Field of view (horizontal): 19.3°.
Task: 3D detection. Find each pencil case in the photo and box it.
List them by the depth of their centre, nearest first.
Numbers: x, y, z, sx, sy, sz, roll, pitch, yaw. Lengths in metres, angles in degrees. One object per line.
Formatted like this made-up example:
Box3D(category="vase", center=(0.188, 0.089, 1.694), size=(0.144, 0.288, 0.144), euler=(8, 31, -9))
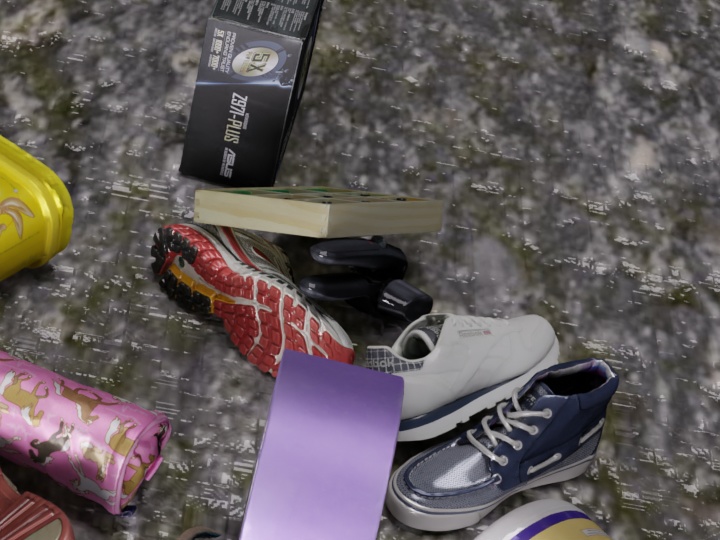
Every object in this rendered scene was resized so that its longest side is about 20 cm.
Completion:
Box3D(category="pencil case", center=(-0.237, 0.103, 1.500), size=(0.199, 0.087, 0.083), euler=(21, 33, 9))

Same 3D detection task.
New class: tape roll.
Box3D(category="tape roll", center=(-0.034, 0.158, 1.404), size=(0.085, 0.201, 0.200), euler=(13, 36, -2))

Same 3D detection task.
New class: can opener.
Box3D(category="can opener", center=(0.000, 0.000, 1.682), size=(0.078, 0.064, 0.200), euler=(12, -3, 22))

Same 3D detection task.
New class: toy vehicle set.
Box3D(category="toy vehicle set", center=(-0.031, -0.049, 1.728), size=(0.124, 0.027, 0.200), euler=(7, 6, 28))

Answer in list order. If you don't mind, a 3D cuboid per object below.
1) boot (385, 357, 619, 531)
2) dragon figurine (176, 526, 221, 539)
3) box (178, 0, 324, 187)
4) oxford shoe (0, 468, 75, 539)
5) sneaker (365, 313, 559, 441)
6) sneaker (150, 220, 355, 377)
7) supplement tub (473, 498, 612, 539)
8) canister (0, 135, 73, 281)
Box3D(category="boot", center=(0.106, 0.124, 1.592), size=(0.199, 0.091, 0.073), euler=(-19, 48, -37))
Box3D(category="dragon figurine", center=(-0.127, 0.240, 1.381), size=(0.059, 0.100, 0.200), euler=(9, 17, -5))
Box3D(category="box", center=(-0.089, -0.193, 1.881), size=(0.086, 0.164, 0.200), euler=(14, 35, 0))
Box3D(category="oxford shoe", center=(-0.251, 0.175, 1.427), size=(0.070, 0.075, 0.200), euler=(-37, 39, -20))
Box3D(category="sneaker", center=(0.083, 0.065, 1.652), size=(0.076, 0.081, 0.200), euler=(-12, 10, 44))
Box3D(category="sneaker", center=(-0.074, 0.014, 1.685), size=(0.082, 0.078, 0.200), euler=(-22, 50, -42))
Box3D(category="supplement tub", center=(0.153, 0.262, 1.380), size=(0.145, 0.146, 0.200), euler=(-19, 47, -38))
Box3D(category="canister", center=(-0.344, -0.029, 1.640), size=(0.148, 0.087, 0.200), euler=(32, 41, 22))
